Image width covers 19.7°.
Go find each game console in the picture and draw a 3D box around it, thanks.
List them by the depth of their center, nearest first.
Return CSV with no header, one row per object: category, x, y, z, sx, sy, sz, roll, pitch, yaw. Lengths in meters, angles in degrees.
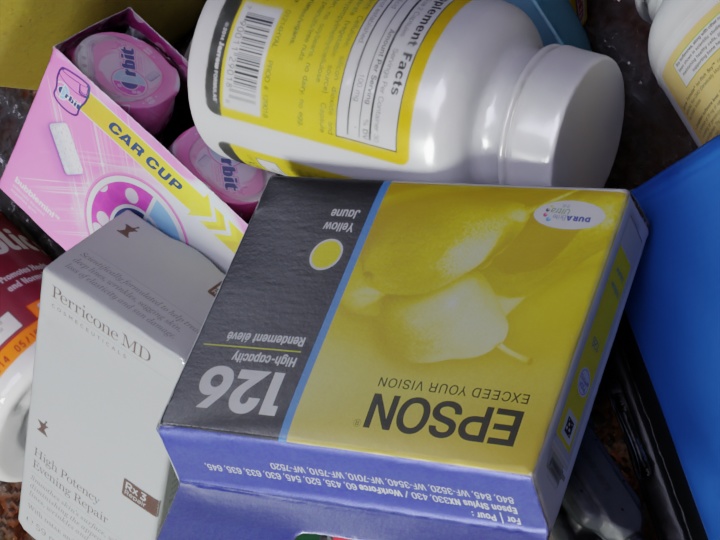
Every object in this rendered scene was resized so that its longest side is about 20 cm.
game console,0.179,0.057,0.964,0.118,0.171,0.201,-22,75,17

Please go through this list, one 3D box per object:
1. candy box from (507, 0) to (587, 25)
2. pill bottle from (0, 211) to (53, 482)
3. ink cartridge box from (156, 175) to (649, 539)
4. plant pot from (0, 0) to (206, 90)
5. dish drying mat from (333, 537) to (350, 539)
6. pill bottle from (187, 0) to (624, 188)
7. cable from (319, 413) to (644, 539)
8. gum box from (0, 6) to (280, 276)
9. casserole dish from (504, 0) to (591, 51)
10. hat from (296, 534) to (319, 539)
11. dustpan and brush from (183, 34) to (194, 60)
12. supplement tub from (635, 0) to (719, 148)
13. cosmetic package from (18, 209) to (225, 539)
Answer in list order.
candy box,0.025,-0.190,1.089,0.199,0.103,0.026,22,57,22
pill bottle,-0.235,0.020,1.217,0.200,0.114,0.115,40,104,25
ink cartridge box,0.010,0.050,0.926,0.196,0.047,0.201,4,56,31
plant pot,-0.178,-0.212,1.171,0.195,0.194,0.201,35,108,26
dish drying mat,0.043,0.180,0.913,0.077,0.018,0.201,-40,62,33
pill bottle,0.024,-0.087,1.021,0.199,0.111,0.112,18,94,27
cable,0.048,0.116,0.959,0.163,0.051,0.200,-52,56,26
gum box,-0.093,-0.030,1.125,0.200,0.066,0.114,42,134,10
casserole dish,0.047,-0.147,1.061,0.121,0.200,0.039,-5,39,47
hat,0.034,0.076,1.117,0.199,0.176,0.166,-23,109,37
dustpan and brush,-0.076,-0.080,1.182,0.200,0.057,0.140,-38,58,14
supplement tub,0.223,-0.087,0.961,0.145,0.145,0.201,-35,71,21
cosmetic package,-0.122,0.080,1.119,0.101,0.074,0.201,31,135,22
